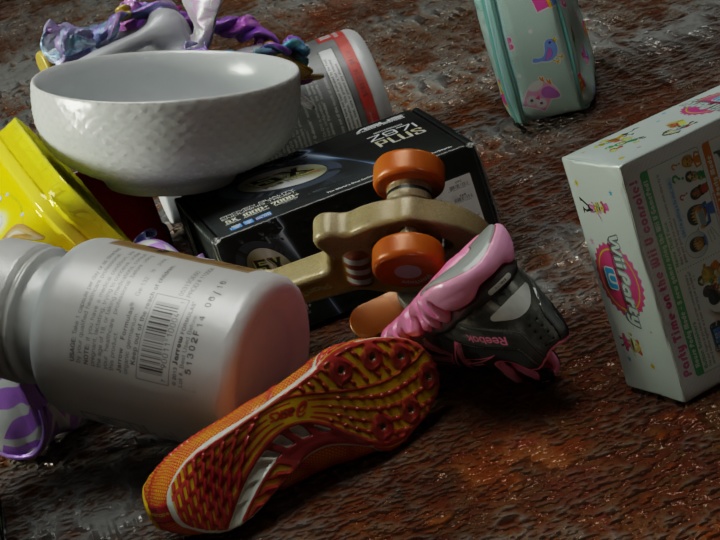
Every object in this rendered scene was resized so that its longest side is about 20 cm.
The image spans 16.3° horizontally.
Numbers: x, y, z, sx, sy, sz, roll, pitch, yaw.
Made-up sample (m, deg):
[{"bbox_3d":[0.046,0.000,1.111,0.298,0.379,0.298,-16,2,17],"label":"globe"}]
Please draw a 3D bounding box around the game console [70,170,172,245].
[{"bbox_3d":[-0.256,-0.027,1.984,0.200,0.119,0.172,-18,17,-2],"label":"game console"}]

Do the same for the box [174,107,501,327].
[{"bbox_3d":[-0.017,-0.034,1.812,0.200,0.086,0.164,-21,16,-8],"label":"box"}]

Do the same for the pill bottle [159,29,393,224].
[{"bbox_3d":[-0.079,-0.116,2.083,0.200,0.116,0.116,-20,17,-6],"label":"pill bottle"}]

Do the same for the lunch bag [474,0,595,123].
[{"bbox_3d":[0.142,-0.219,2.102,0.077,0.161,0.200,-15,18,10],"label":"lunch bag"}]

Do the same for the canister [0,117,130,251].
[{"bbox_3d":[-0.279,0.003,1.814,0.200,0.087,0.149,-44,40,1],"label":"canister"}]

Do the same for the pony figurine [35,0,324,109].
[{"bbox_3d":[-0.149,-0.182,1.994,0.200,0.193,0.167,-25,-12,-20],"label":"pony figurine"}]

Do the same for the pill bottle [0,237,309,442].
[{"bbox_3d":[-0.142,0.041,1.566,0.200,0.114,0.114,12,29,24],"label":"pill bottle"}]

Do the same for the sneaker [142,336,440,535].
[{"bbox_3d":[-0.042,0.091,1.474,0.200,0.073,0.077,-24,7,-27],"label":"sneaker"}]

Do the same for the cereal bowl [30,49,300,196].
[{"bbox_3d":[-0.140,-0.105,1.837,0.200,0.083,0.200,-3,16,1],"label":"cereal bowl"}]

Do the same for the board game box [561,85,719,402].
[{"bbox_3d":[0.229,-0.034,1.445,0.200,0.148,0.064,-25,19,-23],"label":"board game box"}]

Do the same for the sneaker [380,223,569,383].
[{"bbox_3d":[0.075,0.038,1.521,0.079,0.095,0.200,-48,1,-12],"label":"sneaker"}]

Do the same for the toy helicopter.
[{"bbox_3d":[0.000,0.000,1.670,0.200,0.132,0.079,-17,58,30],"label":"toy helicopter"}]

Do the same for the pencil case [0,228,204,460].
[{"bbox_3d":[-0.182,0.052,1.713,0.085,0.084,0.200,-15,18,44],"label":"pencil case"}]

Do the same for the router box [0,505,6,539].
[{"bbox_3d":[-0.267,0.078,1.514,0.062,0.200,0.150,-15,17,-5],"label":"router box"}]
